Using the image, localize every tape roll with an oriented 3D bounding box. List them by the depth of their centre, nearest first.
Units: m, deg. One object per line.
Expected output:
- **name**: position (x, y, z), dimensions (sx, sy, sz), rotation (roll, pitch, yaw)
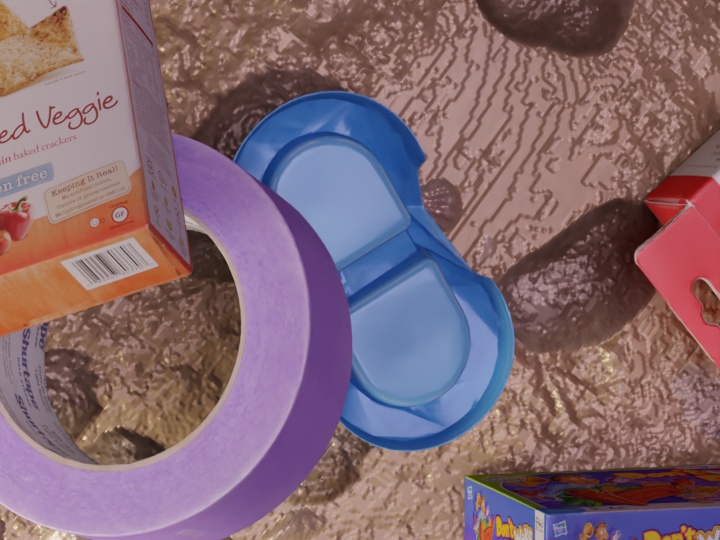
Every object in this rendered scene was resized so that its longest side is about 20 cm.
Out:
- **tape roll**: position (-0.109, 0.035, 1.316), dimensions (0.200, 0.085, 0.200), rotation (-3, 78, 14)

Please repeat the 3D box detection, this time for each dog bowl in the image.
- **dog bowl**: position (0.000, 0.000, 1.412), dimensions (0.111, 0.050, 0.200), rotation (-32, 101, -12)

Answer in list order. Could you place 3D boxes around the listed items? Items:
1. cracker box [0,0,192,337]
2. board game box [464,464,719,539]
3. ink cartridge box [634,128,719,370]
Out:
- **cracker box**: position (-0.164, -0.074, 1.277), dimensions (0.134, 0.058, 0.200), rotation (-19, 59, 12)
- **board game box**: position (0.170, 0.137, 1.426), dimensions (0.200, 0.134, 0.045), rotation (-1, 95, -16)
- **ink cartridge box**: position (0.242, -0.034, 1.469), dimensions (0.200, 0.067, 0.116), rotation (-41, 103, -10)
